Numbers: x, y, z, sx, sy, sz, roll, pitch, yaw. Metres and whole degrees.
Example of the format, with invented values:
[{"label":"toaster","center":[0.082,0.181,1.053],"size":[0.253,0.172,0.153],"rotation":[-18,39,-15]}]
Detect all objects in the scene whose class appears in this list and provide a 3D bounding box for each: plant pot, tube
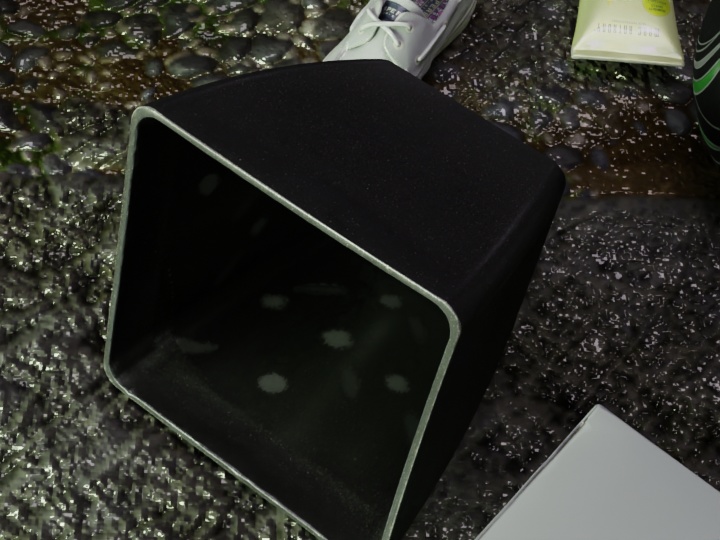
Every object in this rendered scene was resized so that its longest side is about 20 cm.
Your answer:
[{"label":"plant pot","center":[0.000,0.000,0.834],"size":[0.199,0.200,0.177],"rotation":[34,46,20]},{"label":"tube","center":[0.191,-0.225,1.101],"size":[0.058,0.052,0.201],"rotation":[-21,48,34]}]

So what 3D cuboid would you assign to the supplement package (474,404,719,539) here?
[{"label":"supplement package","center":[0.109,0.197,0.733],"size":[0.155,0.111,0.200],"rotation":[36,58,21]}]

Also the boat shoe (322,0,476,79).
[{"label":"boat shoe","center":[0.024,-0.156,1.024],"size":[0.072,0.069,0.200],"rotation":[31,56,18]}]

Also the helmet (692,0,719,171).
[{"label":"helmet","center":[0.298,-0.123,0.951],"size":[0.198,0.191,0.202],"rotation":[0,88,-4]}]
